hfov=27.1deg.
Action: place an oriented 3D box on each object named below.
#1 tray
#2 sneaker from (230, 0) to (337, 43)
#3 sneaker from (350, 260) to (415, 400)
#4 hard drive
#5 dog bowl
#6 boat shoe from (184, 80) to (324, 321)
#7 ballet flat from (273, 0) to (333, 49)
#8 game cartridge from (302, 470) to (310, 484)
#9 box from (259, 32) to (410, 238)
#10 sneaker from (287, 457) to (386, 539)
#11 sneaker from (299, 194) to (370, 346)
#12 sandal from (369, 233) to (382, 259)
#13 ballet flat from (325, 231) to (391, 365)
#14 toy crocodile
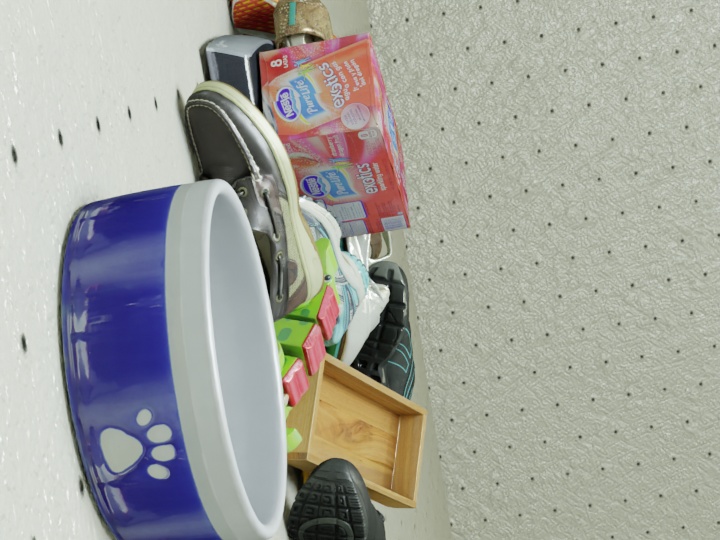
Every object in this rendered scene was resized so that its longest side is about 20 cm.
[{"bbox_3d":[-0.004,0.153,1.401,0.200,0.037,0.100,35,58,-53],"label":"tray"},{"bbox_3d":[-0.053,-0.236,1.486,0.200,0.072,0.078,43,37,-44],"label":"sneaker"},{"bbox_3d":[0.019,0.087,1.530,0.079,0.075,0.202,-14,113,-64],"label":"sneaker"},{"bbox_3d":[-0.096,-0.146,1.340,0.200,0.042,0.136,-68,149,-79],"label":"hard drive"},{"bbox_3d":[-0.099,0.053,0.835,0.200,0.078,0.202,-8,90,-85],"label":"dog bowl"},{"bbox_3d":[-0.087,-0.048,1.149,0.065,0.073,0.201,-48,124,-38],"label":"boat shoe"},{"bbox_3d":[-0.042,-0.168,1.426,0.066,0.070,0.201,-82,156,-47],"label":"ballet flat"},{"bbox_3d":[-0.043,0.146,1.473,0.176,0.032,0.202,-71,151,-81],"label":"game cartridge"},{"bbox_3d":[-0.020,-0.113,1.331,0.200,0.102,0.096,66,17,-64],"label":"box"},{"bbox_3d":[-0.014,0.235,1.350,0.091,0.075,0.201,-60,155,-46],"label":"sneaker"},{"bbox_3d":[-0.052,0.001,1.326,0.200,0.077,0.087,48,52,-49],"label":"sneaker"},{"bbox_3d":[-0.007,-0.036,1.600,0.201,0.057,0.081,-153,-132,-89],"label":"sandal"},{"bbox_3d":[0.000,0.000,1.459,0.069,0.069,0.202,-27,118,-84],"label":"ballet flat"},{"bbox_3d":[-0.053,0.059,1.229,0.068,0.061,0.201,76,28,-46],"label":"toy crocodile"}]
